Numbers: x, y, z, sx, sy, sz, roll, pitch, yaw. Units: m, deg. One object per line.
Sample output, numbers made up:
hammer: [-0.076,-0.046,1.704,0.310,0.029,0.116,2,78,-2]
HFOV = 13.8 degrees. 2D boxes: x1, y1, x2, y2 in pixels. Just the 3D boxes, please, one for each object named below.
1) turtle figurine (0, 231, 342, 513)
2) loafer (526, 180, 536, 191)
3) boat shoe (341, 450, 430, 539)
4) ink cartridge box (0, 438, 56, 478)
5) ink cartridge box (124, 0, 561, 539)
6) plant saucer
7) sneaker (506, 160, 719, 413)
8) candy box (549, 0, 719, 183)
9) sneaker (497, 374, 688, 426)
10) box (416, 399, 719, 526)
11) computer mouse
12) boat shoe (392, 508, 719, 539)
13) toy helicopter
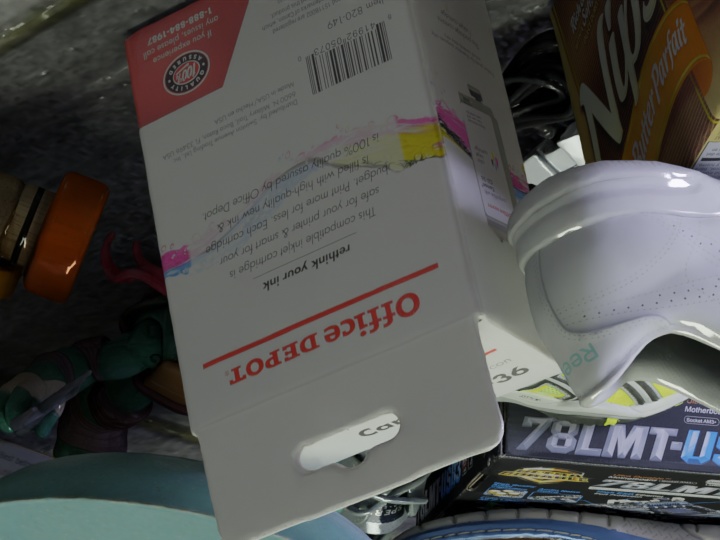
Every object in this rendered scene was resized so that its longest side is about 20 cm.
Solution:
turtle figurine: [-0.069,0.052,1.228,0.150,0.101,0.200,21,165,-5]
loafer: [0.000,0.000,1.117,0.073,0.071,0.200,32,163,-20]
boat shoe: [0.008,0.088,1.371,0.070,0.072,0.201,-3,154,-18]
ink cartridge box: [-0.125,0.109,1.276,0.198,0.047,0.200,17,172,14]
ink cartridge box: [-0.003,-0.007,1.016,0.116,0.200,0.067,-23,152,25]
plant saucer: [-0.065,0.115,1.092,0.200,0.036,0.200,9,150,5]
sneaker: [0.148,0.013,0.979,0.200,0.089,0.075,-3,152,-18]
candy box: [0.123,-0.091,0.991,0.055,0.115,0.200,-4,154,-14]
sneaker: [0.081,0.021,1.259,0.200,0.075,0.076,-7,155,-13]
box: [0.140,0.095,1.393,0.200,0.050,0.199,4,163,-8]
computer mouse: [0.100,-0.035,1.185,0.110,0.044,0.200,-30,149,33]
boat shoe: [0.113,0.153,1.384,0.200,0.072,0.072,2,164,-1]
toy helicopter: [-0.160,0.027,1.128,0.079,0.132,0.200,21,168,-6]
